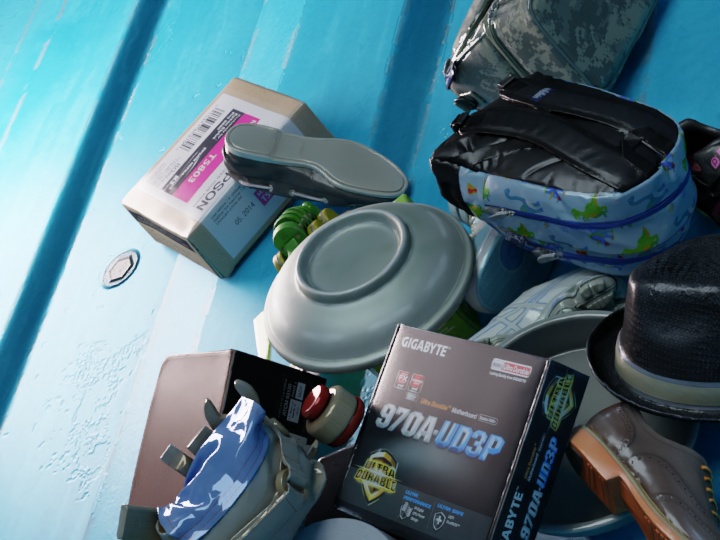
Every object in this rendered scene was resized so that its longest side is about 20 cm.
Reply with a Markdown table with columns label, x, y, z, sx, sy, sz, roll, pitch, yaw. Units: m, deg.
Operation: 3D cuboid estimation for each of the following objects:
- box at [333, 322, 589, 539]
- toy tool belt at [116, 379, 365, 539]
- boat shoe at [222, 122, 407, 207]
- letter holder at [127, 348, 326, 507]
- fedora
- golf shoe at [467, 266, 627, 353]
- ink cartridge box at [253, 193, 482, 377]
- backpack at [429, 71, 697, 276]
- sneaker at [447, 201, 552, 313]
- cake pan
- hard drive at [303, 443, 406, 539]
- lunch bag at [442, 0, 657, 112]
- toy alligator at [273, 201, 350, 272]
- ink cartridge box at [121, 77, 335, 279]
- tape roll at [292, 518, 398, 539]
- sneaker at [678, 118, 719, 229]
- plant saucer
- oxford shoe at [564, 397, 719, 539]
| label | x | y | z | sx | sy | sz | roll | pitch | yaw |
| --- | --- | --- | --- | --- | --- | --- | --- | --- | --- |
| box | 0.073 | 0.134 | 1.312 | 0.199 | 0.046 | 0.161 | 12 | 80 | 56 |
| toy tool belt | -0.095 | 0.153 | 1.356 | 0.201 | 0.123 | 0.125 | -56 | 17 | -12 |
| boat shoe | -0.047 | -0.100 | 1.768 | 0.198 | 0.057 | 0.067 | 16 | 50 | 10 |
| letter holder | -0.125 | 0.181 | 1.495 | 0.142 | 0.100 | 0.202 | -8 | 67 | 54 |
| fedora | 0.266 | 0.030 | 1.279 | 0.198 | 0.093 | 0.201 | -4 | 29 | 2 |
| golf shoe | 0.139 | 0.061 | 1.466 | 0.199 | 0.079 | 0.097 | -28 | 20 | 9 |
| ink cartridge box | 0.001 | 0.048 | 1.591 | 0.199 | 0.076 | 0.149 | -38 | 35 | 19 |
| backpack | 0.186 | -0.080 | 1.436 | 0.163 | 0.155 | 0.199 | -40 | 26 | -32 |
| sneaker | 0.117 | -0.040 | 1.573 | 0.130 | 0.080 | 0.201 | 3 | 45 | 42 |
| cake pan | 0.170 | 0.123 | 1.345 | 0.198 | 0.037 | 0.202 | -12 | 50 | 14 |
| hard drive | 0.038 | 0.190 | 1.431 | 0.198 | 0.042 | 0.136 | -16 | 42 | 31 |
| lunch bag | 0.180 | -0.251 | 1.695 | 0.167 | 0.139 | 0.201 | -18 | 38 | 54 |
| toy alligator | -0.051 | -0.042 | 1.676 | 0.059 | 0.054 | 0.200 | -39 | 6 | 21 |
| ink cartridge box | -0.144 | -0.106 | 1.886 | 0.200 | 0.075 | 0.164 | -49 | 35 | -12 |
| tape roll | -0.018 | 0.296 | 1.317 | 0.199 | 0.066 | 0.202 | -26 | 49 | 33 |
| sneaker | 0.312 | -0.066 | 1.410 | 0.077 | 0.084 | 0.200 | -44 | 35 | -4 |
| plant saucer | 0.000 | 0.000 | 1.500 | 0.198 | 0.050 | 0.201 | -16 | 41 | 14 |
| oxford shoe | 0.230 | 0.167 | 1.223 | 0.073 | 0.072 | 0.200 | -35 | 59 | -12 |
